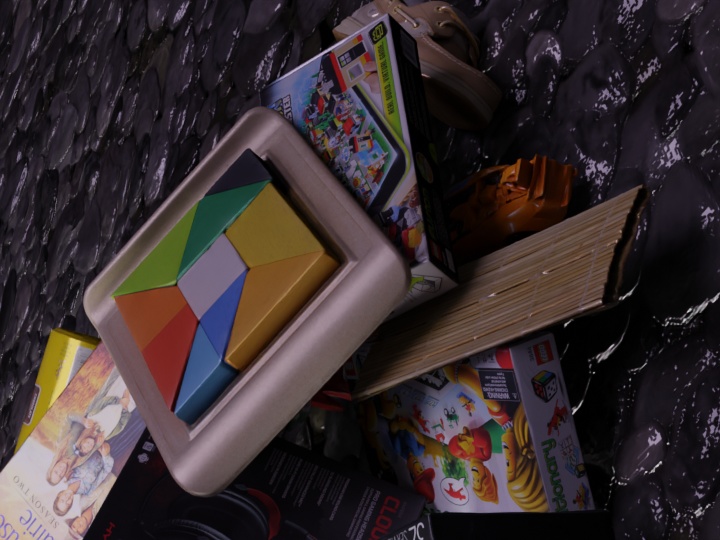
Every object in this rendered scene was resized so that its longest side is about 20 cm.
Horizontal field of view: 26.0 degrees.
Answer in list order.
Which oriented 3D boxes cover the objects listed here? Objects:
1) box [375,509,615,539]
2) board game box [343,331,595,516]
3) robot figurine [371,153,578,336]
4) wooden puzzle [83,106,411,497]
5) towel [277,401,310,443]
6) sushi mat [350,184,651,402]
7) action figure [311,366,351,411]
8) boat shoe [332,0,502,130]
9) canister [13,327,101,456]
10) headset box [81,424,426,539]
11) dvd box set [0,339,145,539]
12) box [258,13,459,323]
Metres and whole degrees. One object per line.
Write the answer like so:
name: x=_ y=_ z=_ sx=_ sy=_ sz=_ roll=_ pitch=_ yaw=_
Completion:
box: x=0.060 y=0.239 z=0.794 sx=0.148 sy=0.123 sz=0.202 roll=-37 pitch=57 yaw=50
board game box: x=0.061 y=0.102 z=0.935 sx=0.199 sy=0.034 sz=0.128 roll=-6 pitch=100 yaw=61
robot figurine: x=0.064 y=0.003 z=1.012 sx=0.200 sy=0.058 sz=0.146 roll=-29 pitch=49 yaw=54
wooden puzzle: x=-0.080 y=0.009 z=0.943 sx=0.185 sy=0.037 sz=0.200 roll=-46 pitch=44 yaw=6
towel: x=-0.055 y=0.110 z=1.082 sx=0.150 sy=0.030 sz=0.201 roll=-81 pitch=3 yaw=-48
sushi mat: x=0.075 y=0.016 z=0.875 sx=0.199 sy=0.012 sz=0.096 roll=-25 pitch=29 yaw=45
action figure: x=0.000 y=0.000 z=1.132 sx=0.065 sy=0.051 sz=0.202 roll=147 pitch=134 yaw=-63
boat shoe: x=0.048 y=-0.161 z=1.117 sx=0.069 sy=0.074 sz=0.200 roll=-47 pitch=36 yaw=-2
canister: x=-0.242 y=0.165 z=1.408 sx=0.086 sy=0.148 sz=0.202 roll=14 pitch=86 yaw=45
headset box: x=-0.060 y=0.182 z=0.937 sx=0.075 sy=0.198 sz=0.149 roll=104 pitch=-169 yaw=-50
dvd box set: x=-0.186 y=0.158 z=1.122 sx=0.146 sy=0.029 sz=0.201 roll=41 pitch=95 yaw=28
box: x=-0.005 y=-0.056 z=0.974 sx=0.109 sy=0.035 sz=0.201 roll=-27 pitch=49 yaw=24
